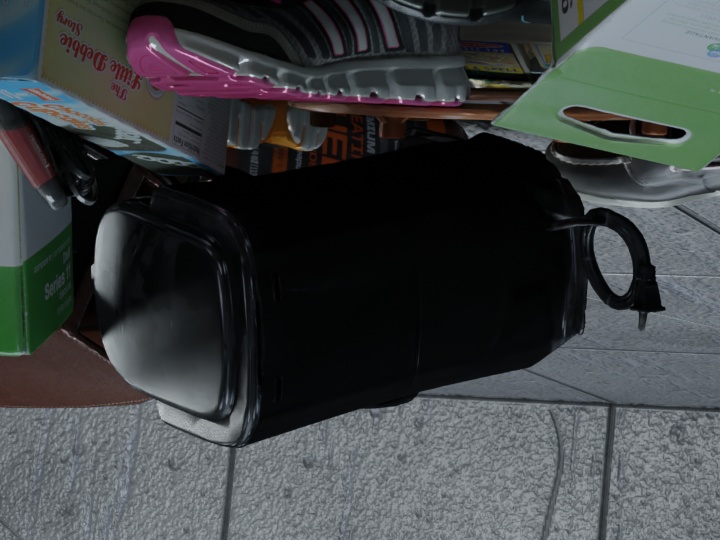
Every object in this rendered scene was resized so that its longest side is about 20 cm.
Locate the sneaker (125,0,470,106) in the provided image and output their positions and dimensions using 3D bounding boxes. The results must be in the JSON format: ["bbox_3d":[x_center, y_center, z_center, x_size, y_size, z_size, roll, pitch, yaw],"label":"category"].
[{"bbox_3d":[-0.026,-0.119,1.232,0.074,0.088,0.200,4,-176,44],"label":"sneaker"}]

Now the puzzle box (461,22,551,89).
[{"bbox_3d":[0.139,-0.110,1.427,0.200,0.025,0.133,4,171,11],"label":"puzzle box"}]

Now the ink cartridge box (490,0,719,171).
[{"bbox_3d":[0.141,-0.113,1.087,0.104,0.059,0.200,10,153,-24],"label":"ink cartridge box"}]

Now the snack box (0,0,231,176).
[{"bbox_3d":[-0.107,-0.116,1.220,0.037,0.116,0.200,2,171,20],"label":"snack box"}]

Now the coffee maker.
[{"bbox_3d":[0.000,0.000,1.328,0.200,0.135,0.192,-14,177,-37],"label":"coffee maker"}]

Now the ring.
[{"bbox_3d":[0.063,-0.077,1.378,0.200,0.019,0.200,1,-173,0],"label":"ring"}]

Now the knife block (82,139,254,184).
[{"bbox_3d":[-0.124,-0.055,1.564,0.175,0.064,0.200,32,178,2],"label":"knife block"}]

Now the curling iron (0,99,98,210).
[{"bbox_3d":[-0.176,-0.107,1.204,0.026,0.200,0.050,-32,-162,9],"label":"curling iron"}]

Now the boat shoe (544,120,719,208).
[{"bbox_3d":[0.190,-0.069,1.431,0.200,0.067,0.057,4,128,18],"label":"boat shoe"}]

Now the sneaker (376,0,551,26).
[{"bbox_3d":[0.060,-0.130,1.167,0.200,0.076,0.079,8,174,-17],"label":"sneaker"}]

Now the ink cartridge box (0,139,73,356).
[{"bbox_3d":[-0.213,-0.070,1.297,0.146,0.200,0.083,4,-164,11],"label":"ink cartridge box"}]

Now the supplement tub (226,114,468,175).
[{"bbox_3d":[-0.001,-0.047,1.688,0.200,0.107,0.107,6,172,-9],"label":"supplement tub"}]

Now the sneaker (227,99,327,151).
[{"bbox_3d":[-0.080,-0.101,1.471,0.077,0.078,0.200,9,174,20],"label":"sneaker"}]

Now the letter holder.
[{"bbox_3d":[-0.156,0.024,1.474,0.200,0.101,0.142,-3,147,44],"label":"letter holder"}]
